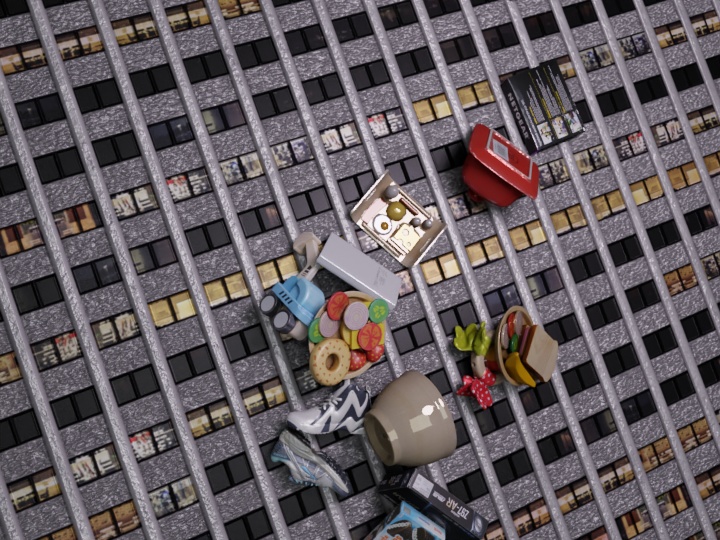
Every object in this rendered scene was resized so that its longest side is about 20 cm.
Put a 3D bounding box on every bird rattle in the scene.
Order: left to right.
[{"bbox_3d":[0.303,0.215,1.458,0.162,0.112,0.202,-12,89,-29],"label":"bird rattle"}]

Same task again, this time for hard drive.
[{"bbox_3d":[0.000,0.000,1.406,0.199,0.132,0.026,33,117,-6],"label":"hard drive"}]

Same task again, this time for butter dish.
[{"bbox_3d":[0.313,-0.226,1.490,0.199,0.148,0.201,35,36,-7],"label":"butter dish"}]

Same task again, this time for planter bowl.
[{"bbox_3d":[0.091,0.334,1.332,0.134,0.200,0.202,-21,88,-26],"label":"planter bowl"}]

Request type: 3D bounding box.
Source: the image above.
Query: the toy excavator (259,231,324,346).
[{"bbox_3d":[-0.127,0.034,1.369,0.200,0.194,0.100,-47,138,-1],"label":"toy excavator"}]

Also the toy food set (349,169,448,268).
[{"bbox_3d":[0.092,-0.121,1.467,0.200,0.060,0.144,41,77,-4],"label":"toy food set"}]

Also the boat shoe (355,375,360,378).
[{"bbox_3d":[-0.015,0.139,1.414,0.067,0.072,0.202,13,88,-12],"label":"boat shoe"}]

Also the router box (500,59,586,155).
[{"bbox_3d":[0.464,-0.415,1.583,0.148,0.051,0.202,-22,88,-12],"label":"router box"}]

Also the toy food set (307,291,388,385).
[{"bbox_3d":[-0.025,0.139,1.325,0.198,0.049,0.200,-6,103,-30],"label":"toy food set"}]

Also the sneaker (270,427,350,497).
[{"bbox_3d":[-0.110,0.435,1.365,0.199,0.078,0.087,39,90,2],"label":"sneaker"}]

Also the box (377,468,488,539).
[{"bbox_3d":[0.153,0.510,1.350,0.199,0.160,0.044,38,59,-6],"label":"box"}]

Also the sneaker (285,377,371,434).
[{"bbox_3d":[-0.063,0.288,1.372,0.197,0.079,0.131,6,89,-12],"label":"sneaker"}]

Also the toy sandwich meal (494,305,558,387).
[{"bbox_3d":[0.388,0.180,1.454,0.204,0.070,0.208,5,83,-47],"label":"toy sandwich meal"}]

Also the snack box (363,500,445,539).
[{"bbox_3d":[0.077,0.596,1.342,0.116,0.037,0.201,35,114,-5],"label":"snack box"}]
